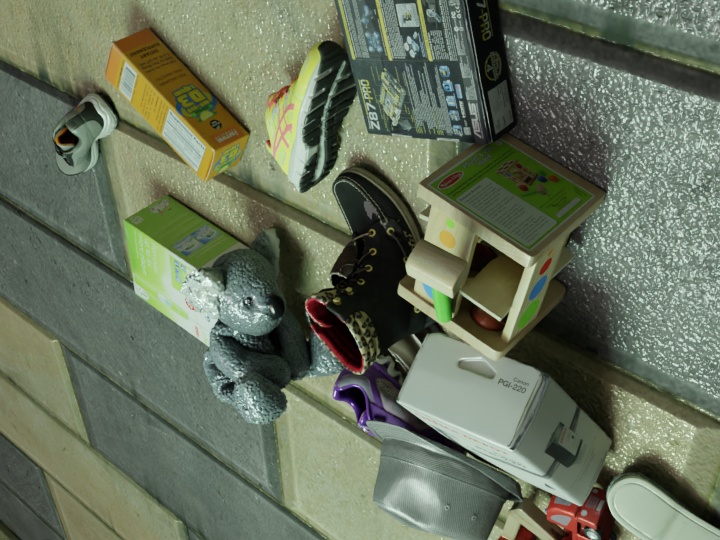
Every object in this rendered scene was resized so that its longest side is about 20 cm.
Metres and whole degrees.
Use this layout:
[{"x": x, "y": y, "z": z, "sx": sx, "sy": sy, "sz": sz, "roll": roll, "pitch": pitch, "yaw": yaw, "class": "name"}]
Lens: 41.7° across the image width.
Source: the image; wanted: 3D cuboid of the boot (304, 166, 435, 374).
[{"x": 0.000, "y": 0.000, "z": 1.024, "sx": 0.073, "sy": 0.150, "sz": 0.201, "roll": -20, "pitch": 103, "yaw": 53, "class": "boot"}]

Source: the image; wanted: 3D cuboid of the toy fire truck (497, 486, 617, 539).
[{"x": 0.221, "y": 0.300, "z": 1.090, "sx": 0.140, "sy": 0.049, "sz": 0.201, "roll": 18, "pitch": 142, "yaw": 30, "class": "toy fire truck"}]

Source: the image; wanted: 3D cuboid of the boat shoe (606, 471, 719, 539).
[{"x": 0.337, "y": 0.281, "z": 0.972, "sx": 0.200, "sy": 0.073, "sz": 0.062, "roll": 41, "pitch": -174, "yaw": 6, "class": "boat shoe"}]

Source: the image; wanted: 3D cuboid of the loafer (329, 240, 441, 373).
[{"x": 0.027, "y": 0.062, "z": 1.112, "sx": 0.200, "sy": 0.071, "sz": 0.073, "roll": 52, "pitch": 144, "yaw": 2, "class": "loafer"}]

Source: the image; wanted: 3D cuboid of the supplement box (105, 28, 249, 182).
[{"x": -0.231, "y": -0.208, "z": 1.187, "sx": 0.200, "sy": 0.066, "sz": 0.069, "roll": 47, "pitch": 141, "yaw": 8, "class": "supplement box"}]

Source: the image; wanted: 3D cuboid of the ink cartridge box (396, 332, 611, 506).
[{"x": 0.150, "y": 0.153, "z": 0.961, "sx": 0.145, "sy": 0.085, "sz": 0.200, "roll": 18, "pitch": 163, "yaw": 39, "class": "ink cartridge box"}]

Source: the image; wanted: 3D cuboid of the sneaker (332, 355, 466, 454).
[{"x": 0.042, "y": 0.183, "z": 1.181, "sx": 0.200, "sy": 0.088, "sz": 0.081, "roll": 41, "pitch": 141, "yaw": 13, "class": "sneaker"}]

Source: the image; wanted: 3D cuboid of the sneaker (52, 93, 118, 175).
[{"x": -0.431, "y": -0.195, "z": 1.412, "sx": 0.074, "sy": 0.079, "sz": 0.200, "roll": 52, "pitch": 146, "yaw": -1, "class": "sneaker"}]

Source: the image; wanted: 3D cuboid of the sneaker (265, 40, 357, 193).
[{"x": -0.067, "y": -0.174, "z": 1.021, "sx": 0.090, "sy": 0.078, "sz": 0.200, "roll": 44, "pitch": 144, "yaw": 17, "class": "sneaker"}]

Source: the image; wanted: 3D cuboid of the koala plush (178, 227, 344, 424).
[{"x": -0.142, "y": 0.059, "z": 1.217, "sx": 0.183, "sy": 0.177, "sz": 0.201, "roll": 15, "pitch": 130, "yaw": 46, "class": "koala plush"}]

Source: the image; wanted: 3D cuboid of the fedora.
[{"x": 0.083, "y": 0.250, "z": 1.066, "sx": 0.199, "sy": 0.091, "sz": 0.177, "roll": 29, "pitch": 164, "yaw": -23, "class": "fedora"}]

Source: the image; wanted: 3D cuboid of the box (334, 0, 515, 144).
[{"x": 0.053, "y": -0.220, "z": 0.872, "sx": 0.161, "sy": 0.049, "sz": 0.201, "roll": 10, "pitch": 126, "yaw": 42, "class": "box"}]

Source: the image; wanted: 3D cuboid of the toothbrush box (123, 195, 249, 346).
[{"x": -0.237, "y": 0.007, "z": 1.354, "sx": 0.199, "sy": 0.086, "sz": 0.146, "roll": 31, "pitch": 139, "yaw": 27, "class": "toothbrush box"}]

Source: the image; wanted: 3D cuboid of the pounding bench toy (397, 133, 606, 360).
[{"x": 0.102, "y": -0.001, "z": 0.866, "sx": 0.124, "sy": 0.200, "sz": 0.157, "roll": 35, "pitch": 140, "yaw": 23, "class": "pounding bench toy"}]
